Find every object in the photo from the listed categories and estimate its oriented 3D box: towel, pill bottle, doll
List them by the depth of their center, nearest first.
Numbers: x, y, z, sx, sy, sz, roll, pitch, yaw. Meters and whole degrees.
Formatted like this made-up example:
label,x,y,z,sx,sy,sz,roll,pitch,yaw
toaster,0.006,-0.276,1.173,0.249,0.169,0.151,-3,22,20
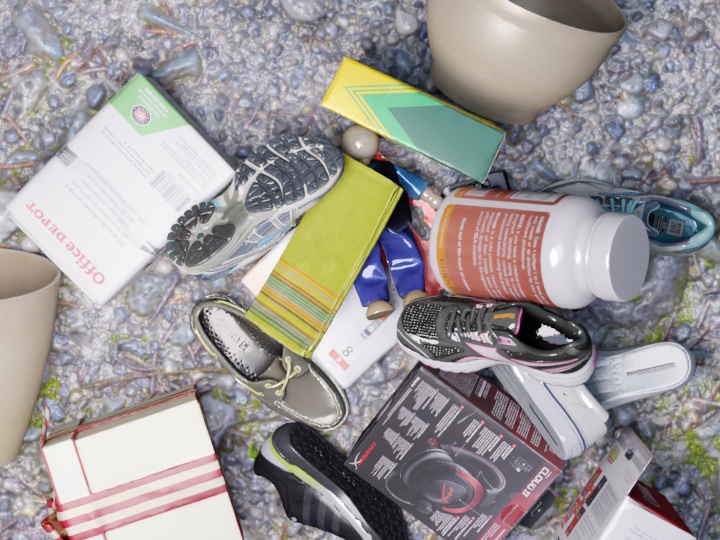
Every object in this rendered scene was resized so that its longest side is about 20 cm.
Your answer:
label,x,y,z,sx,sy,sz,roll,pitch,yaw
pill bottle,0.176,-0.021,1.636,0.200,0.112,0.113,7,94,37
towel,-0.038,-0.016,1.695,0.086,0.018,0.200,31,95,22
doll,0.021,-0.055,1.717,0.136,0.048,0.201,-14,79,-2

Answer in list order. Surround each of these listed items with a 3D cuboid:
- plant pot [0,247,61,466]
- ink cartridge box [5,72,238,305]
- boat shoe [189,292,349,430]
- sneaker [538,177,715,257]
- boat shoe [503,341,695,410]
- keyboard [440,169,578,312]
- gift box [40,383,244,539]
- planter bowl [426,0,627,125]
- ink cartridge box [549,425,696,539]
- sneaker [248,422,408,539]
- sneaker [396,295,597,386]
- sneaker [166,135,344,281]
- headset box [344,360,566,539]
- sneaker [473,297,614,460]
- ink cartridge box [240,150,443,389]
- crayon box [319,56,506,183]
label,x,y,z,sx,sy,sz,roll,pitch,yaw
plant pot,-0.402,0.098,1.710,0.187,0.187,0.201,4,108,2
ink cartridge box,-0.245,-0.084,1.728,0.200,0.084,0.146,-43,92,3
boat shoe,-0.097,0.100,1.745,0.202,0.060,0.072,40,92,-1
sneaker,0.269,-0.057,1.705,0.199,0.086,0.078,3,88,-4
boat shoe,0.252,0.118,1.732,0.199,0.067,0.074,-6,79,18
keyboard,0.167,-0.006,1.746,0.127,0.021,0.201,-16,94,-4
gift box,-0.236,0.212,1.703,0.186,0.185,0.201,-19,89,-6
planter bowl,0.149,-0.231,1.667,0.200,0.200,0.135,25,118,0
ink cartridge box,0.266,0.262,1.673,0.084,0.200,0.176,31,95,-1
sneaker,-0.035,0.244,1.762,0.200,0.072,0.083,46,121,-1
sneaker,0.135,0.054,1.627,0.199,0.086,0.081,6,67,6
sneaker,-0.101,-0.062,1.686,0.200,0.086,0.078,-33,64,1
headset box,0.109,0.195,1.716,0.200,0.075,0.149,36,115,0
sneaker,0.184,0.099,1.695,0.071,0.073,0.200,-26,69,-15
ink cartridge box,0.000,0.000,1.743,0.200,0.050,0.162,-44,92,6
crayon box,0.054,-0.151,1.656,0.172,0.200,0.058,25,96,0
